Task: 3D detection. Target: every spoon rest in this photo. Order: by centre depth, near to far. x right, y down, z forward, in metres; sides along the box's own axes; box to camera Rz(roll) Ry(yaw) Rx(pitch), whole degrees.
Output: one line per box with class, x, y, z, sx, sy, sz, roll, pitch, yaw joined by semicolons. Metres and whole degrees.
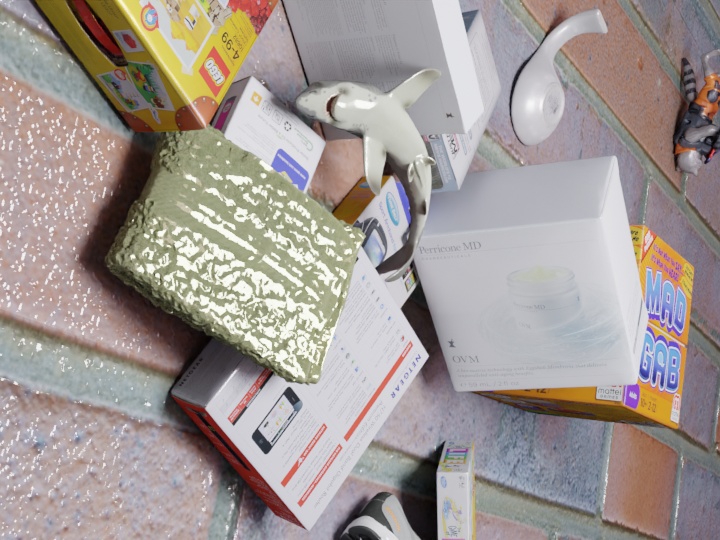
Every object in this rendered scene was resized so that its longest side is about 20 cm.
spoon rest;0.243;-0.247;1.475;0.201;0.060;0.100;-56;136;-20

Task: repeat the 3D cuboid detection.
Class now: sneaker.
sneaker;0.043;0.313;1.174;0.080;0.073;0.203;-54;135;-48

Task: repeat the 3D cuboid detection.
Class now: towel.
towel;-0.090;-0.012;0.891;0.199;0.036;0.150;33;63;-27

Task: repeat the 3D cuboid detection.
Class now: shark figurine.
shark figurine;0.021;-0.100;1.030;0.128;0.089;0.216;-37;125;-17

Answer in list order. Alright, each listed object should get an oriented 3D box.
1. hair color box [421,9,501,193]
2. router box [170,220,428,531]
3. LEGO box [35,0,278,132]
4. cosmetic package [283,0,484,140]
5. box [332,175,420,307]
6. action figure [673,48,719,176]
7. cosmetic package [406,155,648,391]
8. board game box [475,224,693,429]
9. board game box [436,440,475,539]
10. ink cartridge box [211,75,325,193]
hair color box;0.087;-0.175;1.192;0.201;0.060;0.100;-64;141;-48
router box;-0.044;0.089;0.996;0.201;0.048;0.180;-52;132;-24
LEGO box;-0.156;-0.223;0.825;0.201;0.076;0.150;56;47;-42
cosmetic package;0.014;-0.217;1.023;0.052;0.149;0.202;-48;131;-44
box;0.000;0.000;1.117;0.201;0.041;0.120;-54;134;-44
action figure;0.576;-0.254;1.976;0.200;0.103;0.197;52;53;-78
cosmetic package;0.176;0.008;1.188;0.123;0.196;0.202;-61;139;-51
board game box;0.265;0.067;1.384;0.199;0.197;0.203;24;73;-55
board game box;0.105;0.299;1.253;0.134;0.034;0.204;-37;126;-80
ink cartridge box;-0.099;-0.049;0.942;0.094;0.037;0.202;39;57;-33
